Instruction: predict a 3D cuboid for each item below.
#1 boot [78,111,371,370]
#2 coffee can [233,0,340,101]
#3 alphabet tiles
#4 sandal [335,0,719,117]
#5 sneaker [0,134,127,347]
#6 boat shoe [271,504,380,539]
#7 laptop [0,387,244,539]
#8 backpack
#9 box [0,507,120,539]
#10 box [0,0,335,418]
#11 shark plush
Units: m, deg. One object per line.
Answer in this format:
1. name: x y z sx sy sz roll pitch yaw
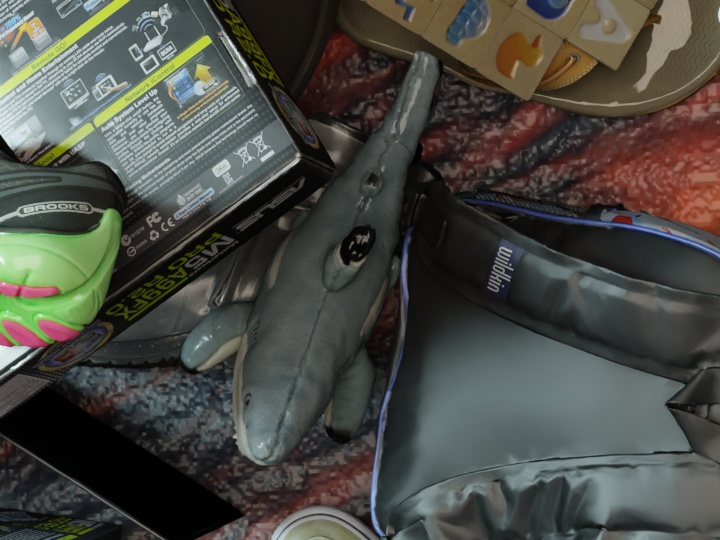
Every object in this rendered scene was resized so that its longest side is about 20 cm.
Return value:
1. boot: -0.092 -0.018 1.386 0.199 0.070 0.132 3 87 -4
2. coffee can: -0.130 -0.140 1.323 0.200 0.146 0.147 34 94 20
3. alphabet tiles: 0.068 -0.177 1.290 0.200 0.006 0.167 28 93 -30
4. sandal: 0.080 -0.120 1.361 0.199 0.054 0.081 11 93 0
5. sneaker: -0.178 -0.022 1.156 0.200 0.077 0.084 11 55 25
6. boat shoe: 0.011 0.206 1.367 0.072 0.062 0.200 -25 86 6
7. laptop: -0.180 0.107 1.328 0.200 0.187 0.116 -24 86 6
8. backpack: 0.114 0.059 1.299 0.190 0.154 0.201 9 97 33
9. box: -0.209 0.136 1.325 0.160 0.200 0.044 8 91 6
10. box: -0.133 -0.051 1.203 0.200 0.044 0.160 -36 72 12
11. shark plush: 0.000 0.000 1.315 0.091 0.083 0.200 37 84 -1
